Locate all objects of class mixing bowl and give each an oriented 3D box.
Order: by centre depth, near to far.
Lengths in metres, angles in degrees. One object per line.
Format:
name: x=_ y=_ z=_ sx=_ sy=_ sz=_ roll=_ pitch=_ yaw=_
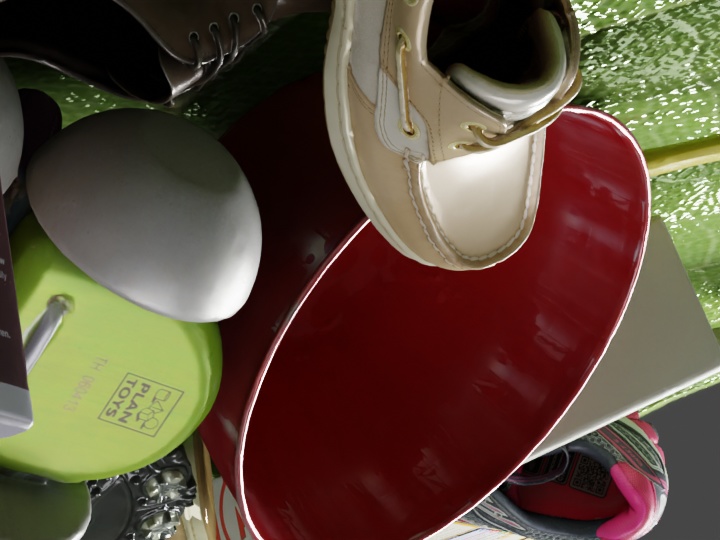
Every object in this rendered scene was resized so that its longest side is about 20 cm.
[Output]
mixing bowl: x=0.000 y=0.000 z=1.053 sx=0.200 sy=0.108 sz=0.201 roll=-31 pitch=142 yaw=-28

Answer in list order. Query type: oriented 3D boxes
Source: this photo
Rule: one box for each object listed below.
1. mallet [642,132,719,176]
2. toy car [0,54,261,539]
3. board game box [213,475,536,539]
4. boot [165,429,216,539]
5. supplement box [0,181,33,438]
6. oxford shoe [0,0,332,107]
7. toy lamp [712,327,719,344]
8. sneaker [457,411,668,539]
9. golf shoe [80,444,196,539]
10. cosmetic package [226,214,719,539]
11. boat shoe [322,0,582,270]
mallet: x=0.159 y=-0.049 z=1.159 sx=0.199 sy=0.041 sz=0.066 roll=-10 pitch=158 yaw=-11
toy car: x=-0.139 y=-0.008 z=0.956 sx=0.199 sy=0.150 sz=0.175 roll=24 pitch=116 yaw=-21
board game box: x=0.003 y=0.128 z=1.487 sx=0.151 sy=0.047 sz=0.200 roll=-18 pitch=164 yaw=21
boot: x=-0.149 y=0.096 z=1.296 sx=0.154 sy=0.073 sz=0.200 roll=-2 pitch=-179 yaw=-12
supplement box: x=-0.162 y=-0.037 z=0.810 sx=0.108 sy=0.201 sz=0.061 roll=-22 pitch=157 yaw=29
oxford shoe: x=-0.051 y=-0.087 z=0.899 sx=0.199 sy=0.085 sz=0.073 roll=-3 pitch=156 yaw=-22
toy lamp: x=0.104 y=0.049 z=1.356 sx=0.199 sy=0.059 sz=0.058 roll=-12 pitch=159 yaw=-1
sneaker: x=0.043 y=0.075 z=1.292 sx=0.199 sy=0.081 sz=0.075 roll=10 pitch=-167 yaw=1
golf shoe: x=-0.110 y=0.053 z=1.164 sx=0.077 sy=0.088 sz=0.201 roll=-9 pitch=143 yaw=-21
cosmetic package: x=0.041 y=0.052 z=1.200 sx=0.199 sy=0.073 sz=0.104 roll=-25 pitch=180 yaw=-13
boat shoe: x=0.033 y=-0.070 z=0.882 sx=0.074 sy=0.069 sz=0.201 roll=-36 pitch=138 yaw=-23
